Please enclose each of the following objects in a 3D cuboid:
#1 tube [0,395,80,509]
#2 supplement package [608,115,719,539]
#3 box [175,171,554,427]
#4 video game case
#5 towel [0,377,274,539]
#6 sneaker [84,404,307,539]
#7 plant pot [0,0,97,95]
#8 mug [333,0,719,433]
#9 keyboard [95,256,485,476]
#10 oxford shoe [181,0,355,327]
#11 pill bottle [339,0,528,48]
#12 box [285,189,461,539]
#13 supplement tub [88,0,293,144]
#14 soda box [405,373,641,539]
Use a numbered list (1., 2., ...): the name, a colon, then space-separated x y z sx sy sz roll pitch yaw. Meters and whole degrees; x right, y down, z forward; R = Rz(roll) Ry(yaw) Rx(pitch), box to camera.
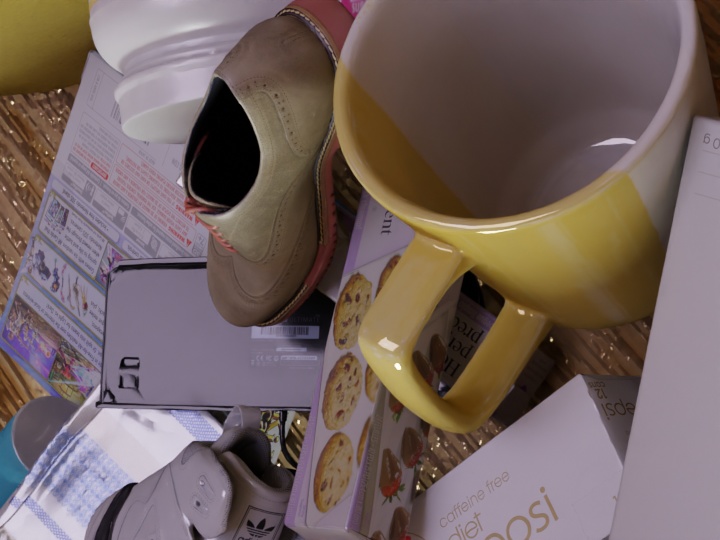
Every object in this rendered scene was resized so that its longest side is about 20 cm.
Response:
1. tube: -0.206 0.131 1.307 0.050 0.077 0.200 47 140 0
2. supplement package: 0.188 0.052 0.901 0.121 0.119 0.201 18 102 43
3. box: 0.000 0.000 1.103 0.200 0.041 0.039 36 91 21
4. video game case: -0.101 0.008 1.242 0.200 0.045 0.182 38 115 38
5. towel: -0.123 0.152 1.179 0.147 0.024 0.200 42 99 22
6. sneaker: -0.068 0.156 1.056 0.115 0.075 0.200 -46 38 31
7. plant pot: -0.218 -0.191 1.276 0.200 0.195 0.195 -39 63 48
8. mug: 0.070 -0.040 0.971 0.186 0.153 0.150 -32 56 6
9. keyboard: -0.035 0.056 1.137 0.199 0.021 0.128 0 80 20
10. oxford shoe: -0.053 -0.038 1.026 0.070 0.075 0.200 46 146 25
11. pill bottle: 0.040 -0.195 1.059 0.113 0.113 0.201 -3 87 45
12. box: 0.014 0.023 1.034 0.041 0.039 0.201 1 71 42
13. supplement tub: -0.065 -0.172 1.142 0.145 0.145 0.201 -13 80 44
14. soda box: 0.062 0.124 1.033 0.200 0.064 0.068 -41 60 35
